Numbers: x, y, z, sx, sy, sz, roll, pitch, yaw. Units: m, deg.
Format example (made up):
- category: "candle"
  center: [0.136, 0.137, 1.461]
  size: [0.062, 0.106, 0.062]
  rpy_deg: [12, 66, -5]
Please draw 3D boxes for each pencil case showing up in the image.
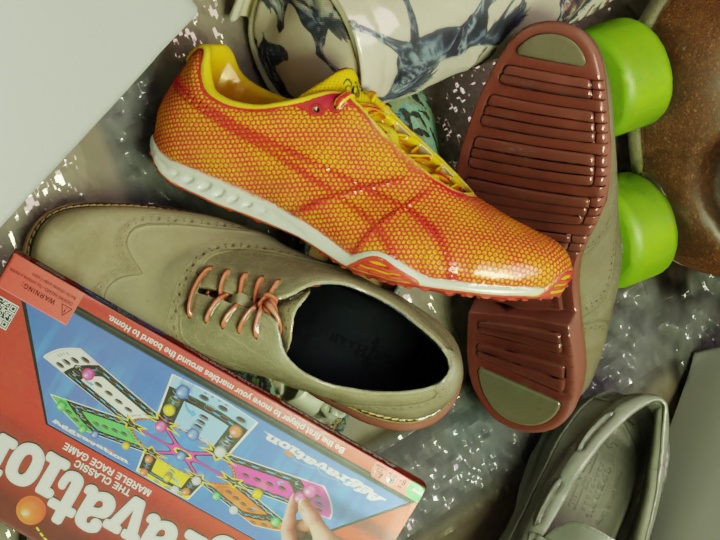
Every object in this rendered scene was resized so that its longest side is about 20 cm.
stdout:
- category: "pencil case"
  center: [0.040, -0.135, 1.300]
  size: [0.200, 0.089, 0.078]
  rpy_deg: [-27, 141, -32]

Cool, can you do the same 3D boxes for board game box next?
- category: "board game box"
  center: [-0.084, 0.085, 1.179]
  size: [0.200, 0.019, 0.103]
  rpy_deg: [30, 95, -7]

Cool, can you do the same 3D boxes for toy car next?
- category: "toy car"
  center: [0.222, -0.056, 1.343]
  size: [0.164, 0.200, 0.158]
  rpy_deg: [-20, 117, -32]

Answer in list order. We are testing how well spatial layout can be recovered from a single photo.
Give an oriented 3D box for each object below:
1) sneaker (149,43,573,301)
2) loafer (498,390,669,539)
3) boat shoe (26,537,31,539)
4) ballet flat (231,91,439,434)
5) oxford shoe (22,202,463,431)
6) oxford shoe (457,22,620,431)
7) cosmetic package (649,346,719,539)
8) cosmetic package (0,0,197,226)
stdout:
- category: "sneaker"
  center: [0.002, -0.042, 1.211]
  size: [0.077, 0.200, 0.073]
  rpy_deg: [-68, 169, 11]
- category: "loafer"
  center: [0.098, 0.142, 1.320]
  size: [0.070, 0.070, 0.200]
  rpy_deg: [32, 57, -21]
- category: "boat shoe"
  center: [-0.053, 0.152, 1.235]
  size: [0.200, 0.071, 0.072]
  rpy_deg: [30, 74, -29]
- category: "ballet flat"
  center: [0.000, 0.000, 1.277]
  size: [0.074, 0.074, 0.200]
  rpy_deg: [34, 71, -31]
- category: "oxford shoe"
  center: [-0.048, 0.011, 1.196]
  size: [0.200, 0.075, 0.071]
  rpy_deg: [16, 80, -1]
- category: "oxford shoe"
  center: [0.089, -0.028, 1.317]
  size: [0.075, 0.070, 0.200]
  rpy_deg: [-40, 141, -56]
- category: "cosmetic package"
  center: [0.195, 0.141, 1.384]
  size: [0.108, 0.085, 0.200]
  rpy_deg: [39, 58, -26]
- category: "cosmetic package"
  center: [-0.171, -0.076, 1.154]
  size: [0.200, 0.074, 0.102]
  rpy_deg: [-50, 116, -27]
